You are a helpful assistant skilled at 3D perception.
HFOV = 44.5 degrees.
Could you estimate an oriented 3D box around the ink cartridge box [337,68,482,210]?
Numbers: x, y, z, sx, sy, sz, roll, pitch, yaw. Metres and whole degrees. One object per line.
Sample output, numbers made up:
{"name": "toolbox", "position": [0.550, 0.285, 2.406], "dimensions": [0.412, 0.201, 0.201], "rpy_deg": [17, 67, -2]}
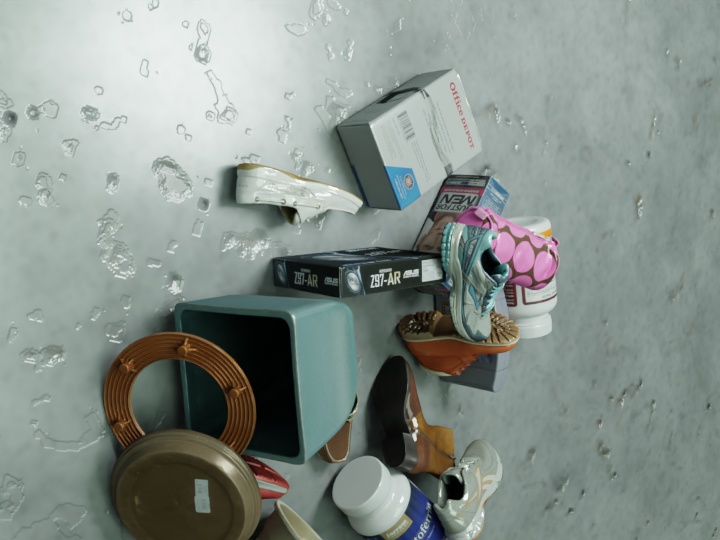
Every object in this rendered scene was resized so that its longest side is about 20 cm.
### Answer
{"name": "ink cartridge box", "position": [0.080, -0.205, 1.367], "dimensions": [0.200, 0.084, 0.145], "rpy_deg": [-37, 117, -30]}

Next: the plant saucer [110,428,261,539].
{"name": "plant saucer", "position": [-0.226, 0.295, 1.123], "dimensions": [0.029, 0.200, 0.200], "rpy_deg": [-73, 149, -68]}

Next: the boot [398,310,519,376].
{"name": "boot", "position": [0.168, 0.122, 1.414], "dimensions": [0.075, 0.200, 0.107], "rpy_deg": [-51, 131, -44]}

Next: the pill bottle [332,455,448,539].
{"name": "pill bottle", "position": [0.050, 0.385, 1.393], "dimensions": [0.200, 0.116, 0.116], "rpy_deg": [48, 66, -32]}

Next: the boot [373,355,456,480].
{"name": "boot", "position": [0.108, 0.250, 1.450], "dimensions": [0.200, 0.068, 0.188], "rpy_deg": [28, 45, -50]}

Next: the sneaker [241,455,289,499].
{"name": "sneaker", "position": [-0.201, 0.314, 1.220], "dimensions": [0.200, 0.078, 0.116], "rpy_deg": [25, 92, -33]}

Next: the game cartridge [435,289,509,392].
{"name": "game cartridge", "position": [0.186, 0.098, 1.459], "dimensions": [0.042, 0.133, 0.200], "rpy_deg": [-12, 102, -39]}

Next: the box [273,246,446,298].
{"name": "box", "position": [0.000, 0.000, 1.276], "dimensions": [0.200, 0.160, 0.044], "rpy_deg": [-7, 100, -38]}

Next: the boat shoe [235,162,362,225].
{"name": "boat shoe", "position": [-0.090, -0.098, 1.254], "dimensions": [0.200, 0.071, 0.069], "rpy_deg": [12, 89, -31]}

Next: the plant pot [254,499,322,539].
{"name": "plant pot", "position": [-0.117, 0.458, 1.223], "dimensions": [0.183, 0.200, 0.200], "rpy_deg": [-42, 121, -7]}

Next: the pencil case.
{"name": "pencil case", "position": [0.228, -0.038, 1.379], "dimensions": [0.200, 0.091, 0.094], "rpy_deg": [19, 119, -43]}

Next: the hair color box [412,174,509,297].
{"name": "hair color box", "position": [0.155, -0.058, 1.435], "dimensions": [0.061, 0.100, 0.200], "rpy_deg": [36, 73, -38]}

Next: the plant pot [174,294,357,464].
{"name": "plant pot", "position": [-0.104, 0.123, 1.192], "dimensions": [0.200, 0.196, 0.197], "rpy_deg": [-19, 108, -56]}

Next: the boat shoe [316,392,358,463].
{"name": "boat shoe", "position": [-0.042, 0.200, 1.323], "dimensions": [0.076, 0.072, 0.200], "rpy_deg": [-17, 106, -37]}

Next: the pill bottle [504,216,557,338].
{"name": "pill bottle", "position": [0.285, 0.012, 1.543], "dimensions": [0.113, 0.113, 0.200], "rpy_deg": [-17, 107, -37]}

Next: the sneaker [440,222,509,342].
{"name": "sneaker", "position": [0.174, 0.024, 1.280], "dimensions": [0.078, 0.086, 0.200], "rpy_deg": [-56, 139, -47]}

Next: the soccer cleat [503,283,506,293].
{"name": "soccer cleat", "position": [0.203, 0.063, 1.514], "dimensions": [0.069, 0.085, 0.200], "rpy_deg": [-4, 120, -21]}

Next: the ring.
{"name": "ring", "position": [-0.230, 0.174, 1.107], "dimensions": [0.019, 0.200, 0.201], "rpy_deg": [-60, 141, -71]}

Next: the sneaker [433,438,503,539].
{"name": "sneaker", "position": [0.172, 0.336, 1.420], "dimensions": [0.092, 0.076, 0.200], "rpy_deg": [58, 34, -24]}
